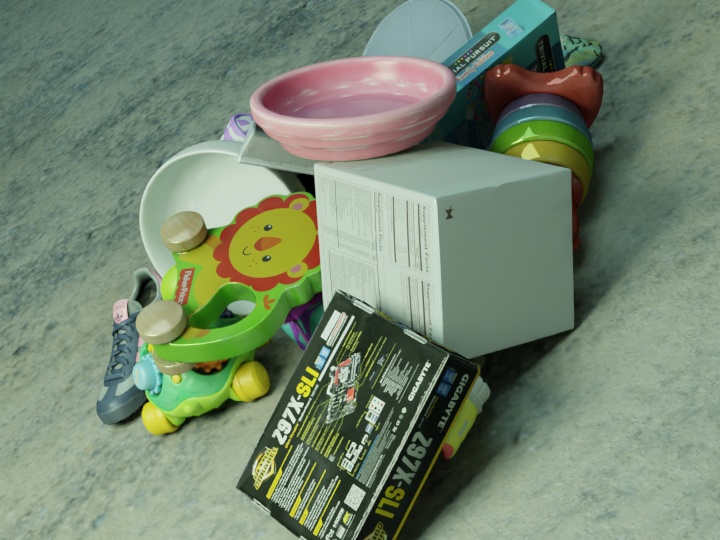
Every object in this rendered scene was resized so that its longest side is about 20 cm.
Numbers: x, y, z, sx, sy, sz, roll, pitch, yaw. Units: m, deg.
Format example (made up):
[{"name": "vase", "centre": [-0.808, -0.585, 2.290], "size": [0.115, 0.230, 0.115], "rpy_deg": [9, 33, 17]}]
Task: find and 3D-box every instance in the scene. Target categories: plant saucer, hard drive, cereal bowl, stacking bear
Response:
[{"name": "plant saucer", "centre": [-0.005, -0.155, 1.394], "size": [0.199, 0.051, 0.201], "rpy_deg": [-5, 25, 2]}, {"name": "hard drive", "centre": [-0.050, -0.147, 1.539], "size": [0.134, 0.043, 0.200], "rpy_deg": [10, 20, 6]}, {"name": "cereal bowl", "centre": [-0.136, -0.055, 1.585], "size": [0.199, 0.201, 0.083], "rpy_deg": [-16, 18, 27]}, {"name": "stacking bear", "centre": [0.178, -0.095, 1.423], "size": [0.121, 0.114, 0.201], "rpy_deg": [2, 49, 6]}]

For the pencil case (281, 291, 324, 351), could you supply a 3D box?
[{"name": "pencil case", "centre": [0.000, 0.000, 1.470], "size": [0.200, 0.085, 0.092], "rpy_deg": [-39, -14, -8]}]

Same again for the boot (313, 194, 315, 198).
[{"name": "boot", "centre": [-0.013, -0.083, 1.638], "size": [0.200, 0.070, 0.146], "rpy_deg": [-53, 26, -21]}]

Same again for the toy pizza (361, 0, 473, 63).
[{"name": "toy pizza", "centre": [0.068, -0.224, 1.700], "size": [0.200, 0.032, 0.201], "rpy_deg": [-13, 73, 46]}]

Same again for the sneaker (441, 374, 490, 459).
[{"name": "sneaker", "centre": [0.016, 0.133, 1.279], "size": [0.199, 0.078, 0.091], "rpy_deg": [-11, 46, 39]}]

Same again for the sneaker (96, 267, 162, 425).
[{"name": "sneaker", "centre": [-0.259, 0.081, 1.605], "size": [0.070, 0.082, 0.200], "rpy_deg": [-16, 34, 26]}]

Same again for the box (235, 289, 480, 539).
[{"name": "box", "centre": [-0.005, 0.136, 1.220], "size": [0.159, 0.049, 0.201], "rpy_deg": [27, 90, 49]}]

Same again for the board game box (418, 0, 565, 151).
[{"name": "board game box", "centre": [0.131, -0.176, 1.534], "size": [0.200, 0.151, 0.047], "rpy_deg": [-40, 55, -13]}]

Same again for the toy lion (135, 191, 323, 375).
[{"name": "toy lion", "centre": [-0.109, 0.003, 1.424], "size": [0.191, 0.069, 0.201], "rpy_deg": [-6, 45, 14]}]

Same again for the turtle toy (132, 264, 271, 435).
[{"name": "turtle toy", "centre": [-0.175, 0.072, 1.508], "size": [0.145, 0.101, 0.200], "rpy_deg": [-23, 37, 17]}]

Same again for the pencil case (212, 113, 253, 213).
[{"name": "pencil case", "centre": [-0.152, -0.092, 1.672], "size": [0.200, 0.084, 0.086], "rpy_deg": [-57, 21, 26]}]

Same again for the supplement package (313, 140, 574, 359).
[{"name": "supplement package", "centre": [0.075, -0.024, 1.321], "size": [0.151, 0.151, 0.200], "rpy_deg": [-13, 19, -30]}]

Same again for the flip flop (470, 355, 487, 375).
[{"name": "flip flop", "centre": [0.031, 0.077, 1.360], "size": [0.199, 0.058, 0.081], "rpy_deg": [5, 47, 47]}]

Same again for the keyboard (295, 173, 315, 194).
[{"name": "keyboard", "centre": [-0.076, -0.091, 1.708], "size": [0.104, 0.040, 0.200], "rpy_deg": [-46, 13, -7]}]

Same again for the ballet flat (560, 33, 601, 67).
[{"name": "ballet flat", "centre": [0.179, -0.243, 1.674], "size": [0.199, 0.074, 0.074], "rpy_deg": [-17, 34, 25]}]
